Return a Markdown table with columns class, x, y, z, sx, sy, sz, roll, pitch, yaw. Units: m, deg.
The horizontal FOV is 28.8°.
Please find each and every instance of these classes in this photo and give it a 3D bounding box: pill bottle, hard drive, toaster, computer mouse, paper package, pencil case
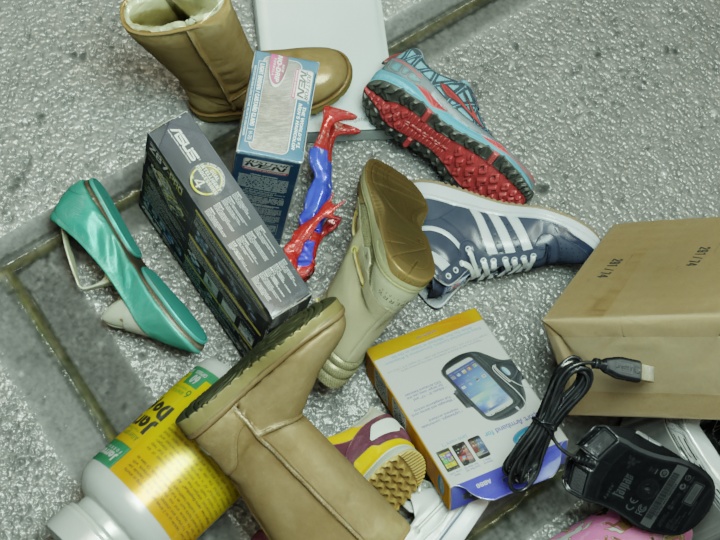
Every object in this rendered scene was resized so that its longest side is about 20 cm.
| class | x | y | z | sx | sy | sz | roll | pitch | yaw |
| --- | --- | --- | --- | --- | --- | --- | --- | --- | --- |
| pill bottle | -0.168 | 0.180 | 1.204 | 0.113 | 0.113 | 0.200 | 45 | 70 | 7 |
| hard drive | -0.038 | -0.227 | 1.416 | 0.131 | 0.027 | 0.202 | -4 | 72 | -11 |
| toaster | 0.334 | 0.182 | 1.283 | 0.113 | 0.129 | 0.201 | -28 | 78 | -17 |
| computer mouse | 0.224 | 0.141 | 1.189 | 0.199 | 0.046 | 0.141 | 18 | 106 | -18 |
| paper package | 0.285 | 0.038 | 1.255 | 0.200 | 0.189 | 0.104 | -47 | 126 | -49 |
| pencil case | 0.202 | 0.260 | 1.254 | 0.199 | 0.087 | 0.083 | -31 | 53 | -18 |

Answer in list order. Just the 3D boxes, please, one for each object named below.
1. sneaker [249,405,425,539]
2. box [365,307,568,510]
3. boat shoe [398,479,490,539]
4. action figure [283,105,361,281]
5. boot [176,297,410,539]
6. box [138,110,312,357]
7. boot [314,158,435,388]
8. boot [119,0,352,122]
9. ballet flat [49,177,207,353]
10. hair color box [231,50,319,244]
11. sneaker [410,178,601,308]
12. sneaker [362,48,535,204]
| class | x | y | z | sx | sy | sz | roll | pitch | yaw |
| --- | --- | --- | --- | --- | --- | --- | --- | --- | --- |
| sneaker | -0.037 | 0.206 | 1.247 | 0.199 | 0.075 | 0.090 | -36 | 41 | -4 |
| box | 0.098 | 0.130 | 1.264 | 0.118 | 0.042 | 0.201 | -19 | 50 | -15 |
| boat shoe | 0.062 | 0.221 | 1.251 | 0.065 | 0.074 | 0.200 | 38 | 68 | 0 |
| action figure | -0.042 | -0.052 | 1.326 | 0.051 | 0.065 | 0.202 | 18 | 79 | 4 |
| boot | -0.028 | 0.146 | 1.151 | 0.175 | 0.066 | 0.200 | -39 | 101 | 7 |
| box | -0.126 | -0.022 | 1.257 | 0.049 | 0.161 | 0.201 | -31 | 78 | -19 |
| boot | 0.000 | 0.000 | 1.298 | 0.072 | 0.156 | 0.201 | 23 | 30 | -22 |
| boot | -0.106 | -0.201 | 1.281 | 0.174 | 0.200 | 0.067 | -13 | 71 | 6 |
| ballet flat | -0.220 | 0.010 | 1.289 | 0.070 | 0.067 | 0.201 | -37 | 80 | 5 |
| hair color box | -0.084 | -0.106 | 1.272 | 0.060 | 0.200 | 0.101 | 10 | 69 | -6 |
| sneaker | 0.127 | -0.011 | 1.344 | 0.198 | 0.070 | 0.109 | 15 | 64 | 3 |
| sneaker | 0.102 | -0.146 | 1.379 | 0.200 | 0.079 | 0.096 | 39 | 53 | -10 |
